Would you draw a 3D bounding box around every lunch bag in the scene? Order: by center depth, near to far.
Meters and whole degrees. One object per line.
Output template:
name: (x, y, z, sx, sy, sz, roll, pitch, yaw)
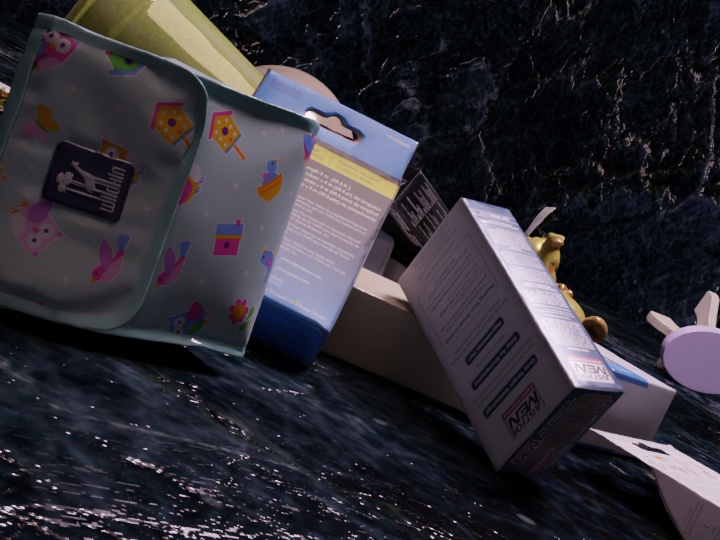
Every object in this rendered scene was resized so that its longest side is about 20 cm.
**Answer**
lunch bag: (-0.140, -0.048, 0.731, 0.121, 0.172, 0.199, 22, 3, 39)

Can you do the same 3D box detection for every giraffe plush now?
giraffe plush: (0.206, 0.047, 1.466, 0.163, 0.199, 0.172, 54, -7, -20)

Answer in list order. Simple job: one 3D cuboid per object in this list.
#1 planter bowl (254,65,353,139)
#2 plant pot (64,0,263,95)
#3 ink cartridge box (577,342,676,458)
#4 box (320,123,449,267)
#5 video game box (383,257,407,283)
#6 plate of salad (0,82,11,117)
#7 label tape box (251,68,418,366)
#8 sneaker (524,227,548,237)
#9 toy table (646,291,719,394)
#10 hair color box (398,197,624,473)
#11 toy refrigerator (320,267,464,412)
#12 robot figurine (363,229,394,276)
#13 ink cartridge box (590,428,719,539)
planter bowl: (-0.118, -0.130, 1.336, 0.199, 0.202, 0.135, 27, 13, 9)
plant pot: (-0.185, -0.174, 1.173, 0.184, 0.201, 0.200, 39, 8, 5)
ink cartridge box: (0.202, 0.103, 1.235, 0.144, 0.084, 0.199, 18, 11, -48)
box: (0.032, -0.053, 1.194, 0.193, 0.048, 0.200, 34, -12, 45)
video game box: (0.000, 0.000, 1.269, 0.199, 0.047, 0.182, 32, -2, 35)
plate of salad: (-0.295, -0.112, 0.950, 0.199, 0.048, 0.201, 30, 26, -16)
label tape box: (-0.057, -0.045, 0.946, 0.143, 0.201, 0.063, 26, -34, 0)
sneaker: (0.532, -0.089, 3.532, 0.071, 0.099, 0.199, 29, 31, 36)
toy table: (0.639, 0.144, 2.259, 0.199, 0.184, 0.118, 32, 21, -25)
hair color box: (0.112, 0.049, 0.936, 0.060, 0.100, 0.201, 10, 40, -37)
toy refrigerator: (0.028, 0.055, 1.031, 0.198, 0.070, 0.076, 24, 14, -16)
robot figurine: (-0.070, -0.042, 1.096, 0.199, 0.114, 0.169, 27, -17, -15)
ink cartridge box: (0.305, 0.209, 1.031, 0.199, 0.051, 0.160, 28, 6, 43)
